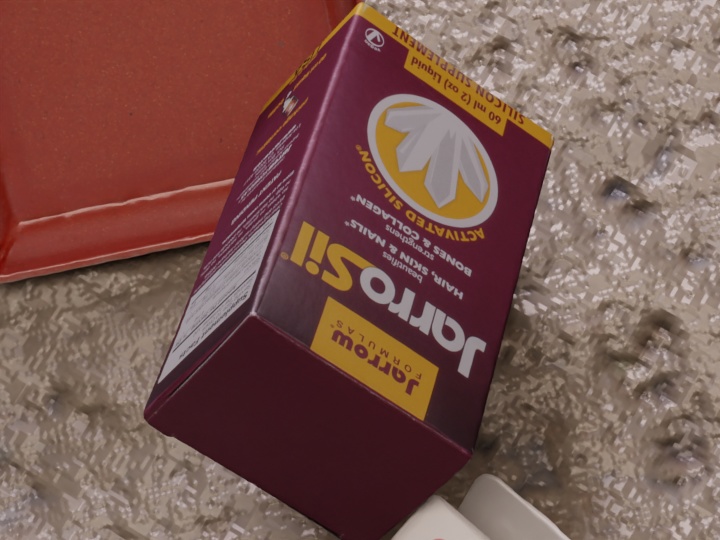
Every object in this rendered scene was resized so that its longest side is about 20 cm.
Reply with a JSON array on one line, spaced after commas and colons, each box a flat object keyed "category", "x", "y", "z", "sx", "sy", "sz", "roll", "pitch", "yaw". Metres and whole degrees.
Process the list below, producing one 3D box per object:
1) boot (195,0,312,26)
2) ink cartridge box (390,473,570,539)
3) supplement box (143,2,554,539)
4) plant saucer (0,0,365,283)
[{"category": "boot", "x": -0.078, "y": -0.203, "z": 1.227, "sx": 0.095, "sy": 0.074, "sz": 0.201, "roll": -5, "pitch": 73, "yaw": -3}, {"category": "ink cartridge box", "x": 0.033, "y": 0.198, "z": 1.066, "sx": 0.128, "sy": 0.125, "sz": 0.200, "roll": 40, "pitch": 80, "yaw": 15}, {"category": "supplement box", "x": 0.000, "y": 0.000, "z": 1.088, "sx": 0.110, "sy": 0.086, "sz": 0.201, "roll": 33, "pitch": 43, "yaw": -15}, {"category": "plant saucer", "x": -0.096, "y": -0.109, "z": 1.173, "sx": 0.198, "sy": 0.037, "sz": 0.201, "roll": -11, "pitch": 112, "yaw": 2}]
